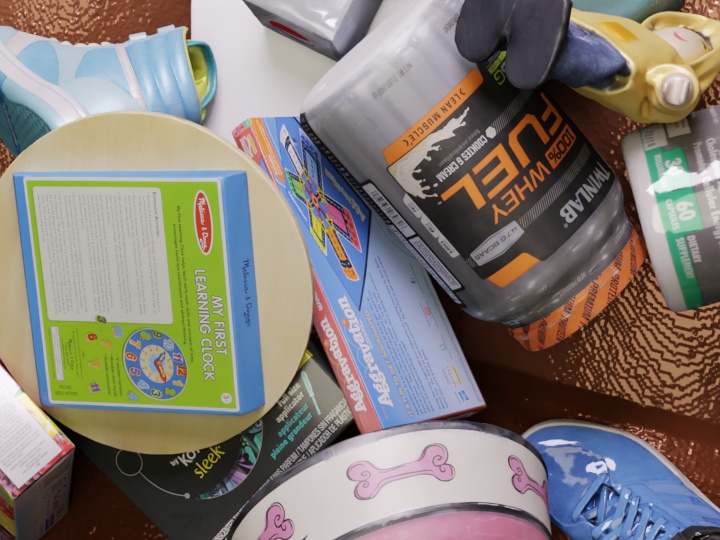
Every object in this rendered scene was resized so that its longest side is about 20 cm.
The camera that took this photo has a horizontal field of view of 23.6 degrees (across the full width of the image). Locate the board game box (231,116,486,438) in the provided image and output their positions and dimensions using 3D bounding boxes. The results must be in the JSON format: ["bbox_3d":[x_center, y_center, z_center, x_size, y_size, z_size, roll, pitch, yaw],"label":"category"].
[{"bbox_3d":[0.000,0.000,1.020,0.019,0.103,0.201,-33,74,36],"label":"board game box"}]

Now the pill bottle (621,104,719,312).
[{"bbox_3d":[0.261,-0.054,1.001,0.199,0.113,0.114,-16,89,12],"label":"pill bottle"}]

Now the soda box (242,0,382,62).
[{"bbox_3d":[0.004,-0.233,1.055,0.068,0.063,0.201,27,88,11],"label":"soda box"}]

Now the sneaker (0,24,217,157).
[{"bbox_3d":[-0.166,-0.120,1.095,0.130,0.200,0.080,-26,129,-20],"label":"sneaker"}]

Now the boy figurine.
[{"bbox_3d":[0.146,-0.121,0.968,0.124,0.199,0.065,36,113,40],"label":"boy figurine"}]

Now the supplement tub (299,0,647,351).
[{"bbox_3d":[0.069,-0.057,1.006,0.122,0.123,0.200,-41,100,10],"label":"supplement tub"}]

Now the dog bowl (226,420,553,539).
[{"bbox_3d":[0.024,0.175,1.004,0.199,0.200,0.074,-28,52,11],"label":"dog bowl"}]

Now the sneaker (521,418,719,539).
[{"bbox_3d":[0.175,0.160,1.028,0.199,0.111,0.077,36,99,8],"label":"sneaker"}]

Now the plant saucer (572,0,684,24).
[{"bbox_3d":[0.122,-0.213,1.021,0.198,0.036,0.202,-3,105,-11],"label":"plant saucer"}]

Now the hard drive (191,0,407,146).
[{"bbox_3d":[-0.010,-0.111,1.098,0.198,0.027,0.133,1,93,11],"label":"hard drive"}]

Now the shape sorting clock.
[{"bbox_3d":[-0.122,0.008,0.971,0.198,0.039,0.202,5,108,14],"label":"shape sorting clock"}]

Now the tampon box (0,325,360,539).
[{"bbox_3d":[-0.101,0.051,1.060,0.200,0.126,0.150,43,107,3],"label":"tampon box"}]

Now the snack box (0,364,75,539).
[{"bbox_3d":[-0.243,0.095,1.069,0.053,0.200,0.142,-40,82,-21],"label":"snack box"}]
